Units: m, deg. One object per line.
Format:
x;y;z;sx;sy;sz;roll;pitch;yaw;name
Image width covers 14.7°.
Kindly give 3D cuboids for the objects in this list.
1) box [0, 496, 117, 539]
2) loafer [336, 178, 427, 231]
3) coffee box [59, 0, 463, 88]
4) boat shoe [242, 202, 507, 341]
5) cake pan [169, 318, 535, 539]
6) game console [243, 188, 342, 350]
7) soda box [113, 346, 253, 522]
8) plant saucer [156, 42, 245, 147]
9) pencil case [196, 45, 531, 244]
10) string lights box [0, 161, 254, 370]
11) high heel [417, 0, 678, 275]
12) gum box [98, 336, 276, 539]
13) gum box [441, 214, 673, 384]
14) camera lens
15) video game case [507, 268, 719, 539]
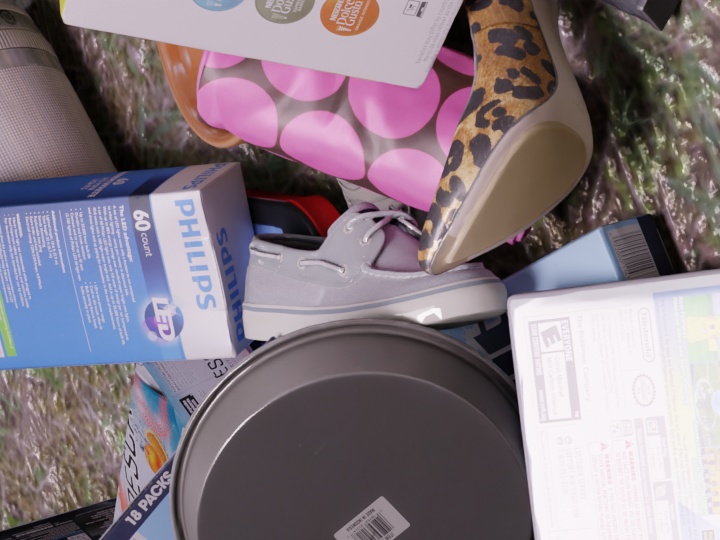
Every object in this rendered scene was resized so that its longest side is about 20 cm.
-0.182;0.225;1.780;0.159;0.199;0.046;41;128;34;box
0.005;-0.069;1.555;0.070;0.070;0.201;-3;100;51;loafer
-0.040;-0.242;1.394;0.201;0.197;0.200;-100;26;-45;coffee box
0.000;0.000;1.487;0.200;0.070;0.072;-4;92;52;boat shoe
0.002;0.123;1.431;0.037;0.199;0.202;-99;12;-66;cake pan
-0.051;0.037;1.663;0.200;0.031;0.178;10;113;59;game console
-0.103;0.118;1.717;0.064;0.068;0.201;51;151;26;soda box
-0.074;-0.172;1.613;0.200;0.037;0.202;174;90;-67;plant saucer
0.012;-0.090;1.473;0.199;0.091;0.094;23;81;7;pencil case
-0.160;0.000;1.636;0.199;0.059;0.103;-3;108;24;string lights box
0.055;-0.095;1.414;0.142;0.200;0.071;27;164;37;high heel
-0.088;0.144;1.564;0.044;0.170;0.200;36;161;10;gum box
0.106;0.087;1.482;0.200;0.044;0.171;-29;79;48;gum box
-0.246;-0.065;1.795;0.201;0.159;0.160;61;140;17;camera lens
0.168;0.101;1.372;0.181;0.022;0.201;-7;88;26;video game case
